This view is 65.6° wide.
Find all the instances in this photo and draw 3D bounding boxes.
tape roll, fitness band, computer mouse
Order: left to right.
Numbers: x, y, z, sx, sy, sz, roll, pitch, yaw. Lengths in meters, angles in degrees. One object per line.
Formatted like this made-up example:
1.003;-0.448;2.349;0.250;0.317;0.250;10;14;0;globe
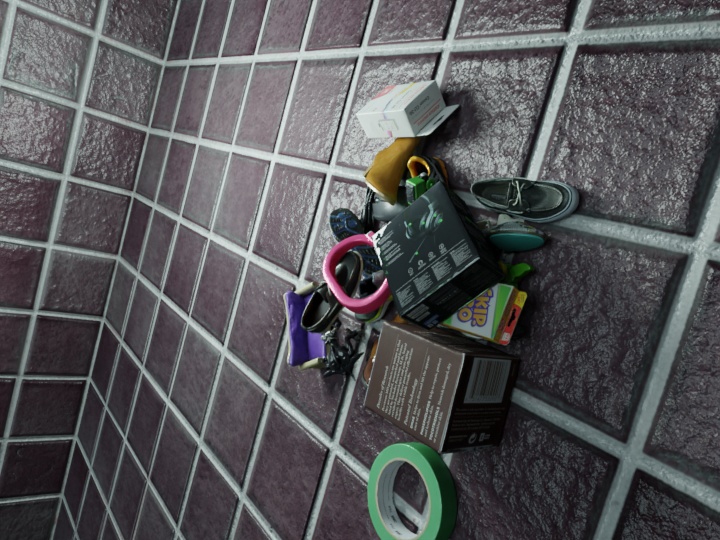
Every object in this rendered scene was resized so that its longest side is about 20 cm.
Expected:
0.000;0.000;1.125;0.143;0.037;0.200;-39;44;1;fitness band
0.062;-0.144;1.248;0.199;0.052;0.141;12;90;50;computer mouse
0.095;0.440;1.082;0.199;0.048;0.204;-13;72;46;tape roll

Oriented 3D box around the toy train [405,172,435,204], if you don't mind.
0.121;-0.093;1.096;0.042;0.056;0.202;34;142;46;toy train

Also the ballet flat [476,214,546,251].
0.242;-0.066;1.013;0.199;0.071;0.073;-14;71;45;ballet flat

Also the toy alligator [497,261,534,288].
0.225;0.015;1.017;0.198;0.059;0.055;1;82;49;toy alligator

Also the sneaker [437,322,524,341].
0.207;0.080;1.009;0.199;0.073;0.081;17;99;50;sneaker

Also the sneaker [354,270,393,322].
0.024;0.050;1.207;0.200;0.080;0.075;127;142;-49;sneaker

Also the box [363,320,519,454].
0.141;0.200;0.991;0.199;0.164;0.167;17;95;50;box

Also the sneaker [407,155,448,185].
0.148;-0.151;1.131;0.078;0.077;0.202;-42;54;32;sneaker

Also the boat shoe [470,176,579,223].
0.278;-0.125;0.978;0.199;0.070;0.073;9;88;49;boat shoe

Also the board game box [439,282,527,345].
0.189;0.060;0.978;0.199;0.030;0.097;15;78;46;board game box

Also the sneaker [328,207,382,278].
-0.016;-0.056;1.277;0.201;0.075;0.077;60;166;25;sneaker

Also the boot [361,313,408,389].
0.081;0.139;1.114;0.201;0.068;0.189;-59;4;20;boot

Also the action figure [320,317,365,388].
-0.047;0.164;1.266;0.118;0.102;0.202;-33;68;24;action figure

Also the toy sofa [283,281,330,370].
-0.122;0.136;1.364;0.082;0.097;0.203;-26;62;43;toy sofa

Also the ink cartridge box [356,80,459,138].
0.099;-0.345;1.197;0.199;0.068;0.117;14;54;49;ink cartridge box

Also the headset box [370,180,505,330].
0.127;-0.031;0.989;0.174;0.092;0.202;-39;49;23;headset box

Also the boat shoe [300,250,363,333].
-0.061;0.047;1.202;0.072;0.067;0.202;35;96;30;boat shoe

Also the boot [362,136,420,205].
0.075;-0.228;1.190;0.144;0.071;0.202;-47;25;12;boot
